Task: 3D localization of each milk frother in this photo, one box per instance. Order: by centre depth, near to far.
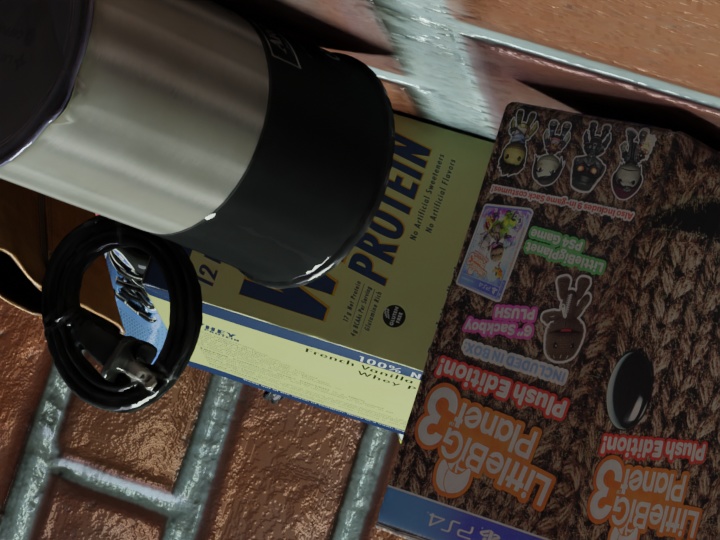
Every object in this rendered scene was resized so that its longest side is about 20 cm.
[{"bbox_3d":[-0.122,-0.039,1.115,0.188,0.200,0.180,21,178,-41],"label":"milk frother"}]

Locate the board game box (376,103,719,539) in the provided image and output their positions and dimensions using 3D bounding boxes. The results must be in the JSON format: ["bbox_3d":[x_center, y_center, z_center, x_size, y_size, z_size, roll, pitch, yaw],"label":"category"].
[{"bbox_3d":[0.120,0.047,1.099,0.097,0.200,0.159,14,176,44],"label":"board game box"}]

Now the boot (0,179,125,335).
[{"bbox_3d":[-0.148,-0.049,1.314,0.188,0.068,0.200,35,-153,-47],"label":"boot"}]

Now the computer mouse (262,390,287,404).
[{"bbox_3d":[0.002,0.007,1.606,0.053,0.139,0.200,41,-156,14],"label":"computer mouse"}]

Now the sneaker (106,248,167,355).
[{"bbox_3d":[-0.136,-0.014,1.524,0.078,0.200,0.089,28,-147,16],"label":"sneaker"}]

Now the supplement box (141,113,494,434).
[{"bbox_3d":[0.000,0.000,1.388,0.200,0.135,0.200,17,167,8],"label":"supplement box"}]

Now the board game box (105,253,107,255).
[{"bbox_3d":[-0.115,-0.030,1.668,0.200,0.097,0.159,16,-164,31],"label":"board game box"}]

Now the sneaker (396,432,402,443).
[{"bbox_3d":[0.074,0.067,1.551,0.076,0.200,0.075,31,-132,30],"label":"sneaker"}]
